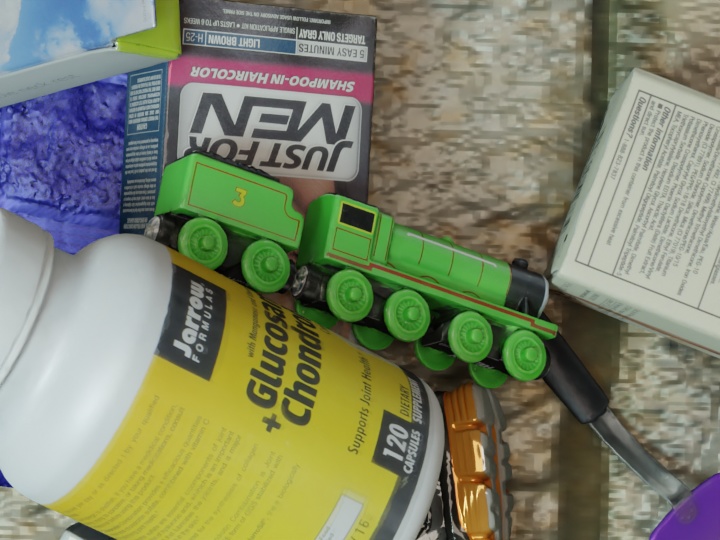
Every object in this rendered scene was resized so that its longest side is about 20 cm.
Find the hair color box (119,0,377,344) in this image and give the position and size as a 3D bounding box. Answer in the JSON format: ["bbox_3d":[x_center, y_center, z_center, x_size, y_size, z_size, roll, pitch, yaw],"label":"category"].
[{"bbox_3d":[-0.052,-0.015,1.063,0.099,0.060,0.201,3,90,-23],"label":"hair color box"}]

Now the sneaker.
[{"bbox_3d":[0.031,0.153,1.088,0.077,0.078,0.201,-4,83,12],"label":"sneaker"}]

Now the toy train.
[{"bbox_3d":[0.000,0.000,1.034,0.199,0.042,0.057,19,72,-26],"label":"toy train"}]

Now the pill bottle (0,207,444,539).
[{"bbox_3d":[-0.074,0.054,0.961,0.199,0.112,0.113,27,86,-22],"label":"pill bottle"}]

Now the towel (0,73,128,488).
[{"bbox_3d":[-0.122,0.004,1.100,0.147,0.050,0.201,8,87,0],"label":"towel"}]

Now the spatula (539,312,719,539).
[{"bbox_3d":[0.120,0.077,1.113,0.056,0.021,0.200,-40,86,-15],"label":"spatula"}]

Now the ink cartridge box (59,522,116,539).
[{"bbox_3d":[-0.108,0.228,1.041,0.145,0.145,0.201,29,88,0],"label":"ink cartridge box"}]

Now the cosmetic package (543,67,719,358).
[{"bbox_3d":[0.192,-0.004,1.087,0.199,0.087,0.104,22,86,1],"label":"cosmetic package"}]

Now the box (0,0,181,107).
[{"bbox_3d":[-0.149,-0.138,1.049,0.199,0.048,0.123,-10,80,38],"label":"box"}]
